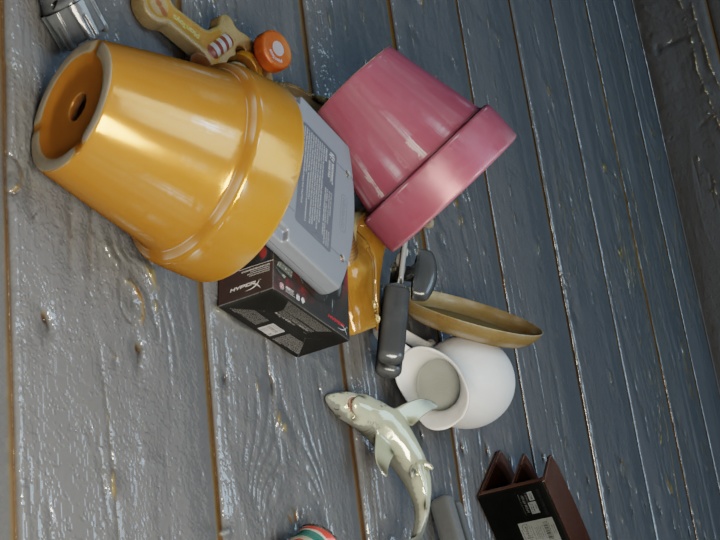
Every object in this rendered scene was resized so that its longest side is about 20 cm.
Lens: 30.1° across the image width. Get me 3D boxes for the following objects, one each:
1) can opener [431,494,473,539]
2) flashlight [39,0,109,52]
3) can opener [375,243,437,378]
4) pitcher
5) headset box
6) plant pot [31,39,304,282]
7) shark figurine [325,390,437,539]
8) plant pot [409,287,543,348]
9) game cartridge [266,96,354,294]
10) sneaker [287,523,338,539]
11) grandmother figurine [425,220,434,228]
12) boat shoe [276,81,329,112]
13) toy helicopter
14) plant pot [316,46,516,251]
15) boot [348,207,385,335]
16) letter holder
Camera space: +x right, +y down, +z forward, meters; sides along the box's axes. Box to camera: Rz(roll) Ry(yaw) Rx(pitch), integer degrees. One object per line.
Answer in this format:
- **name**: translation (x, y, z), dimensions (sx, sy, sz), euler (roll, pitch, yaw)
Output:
- **can opener**: translation (0.118, 0.372, 1.633), dimensions (0.053, 0.066, 0.200), euler (42, 30, -50)
- **flashlight**: translation (-0.295, -0.297, 1.206), dimensions (0.200, 0.068, 0.068), euler (62, 26, -19)
- **can opener**: translation (0.059, 0.044, 1.636), dimensions (0.053, 0.067, 0.200), euler (98, -1, -48)
- **pitcher**: translation (0.107, 0.125, 1.710), dimensions (0.172, 0.121, 0.200), euler (49, 17, 19)
- **headset box**: translation (-0.082, -0.029, 1.455), dimensions (0.149, 0.075, 0.200), euler (39, 41, -48)
- **plant pot**: translation (-0.183, -0.112, 1.196), dimensions (0.183, 0.200, 0.201), euler (24, 51, -39)
- **shark figurine**: translation (0.040, 0.234, 1.543), dimensions (0.128, 0.089, 0.215), euler (-14, 76, -31)
- **plant pot**: translation (0.139, 0.064, 1.749), dimensions (0.200, 0.200, 0.028), euler (-3, 110, -64)
- **game cartridge**: translation (-0.055, -0.079, 1.417), dimensions (0.133, 0.040, 0.200), euler (41, 39, -39)
- **sneaker**: translation (-0.044, 0.357, 1.315), dimensions (0.093, 0.070, 0.200), euler (-23, 97, -47)
- **grandmother figurine**: translation (0.061, -0.107, 1.756), dimensions (0.121, 0.061, 0.200), euler (52, 8, 0)
- **boat shoe**: translation (-0.041, -0.183, 1.648), dimensions (0.200, 0.066, 0.074), euler (31, 47, -54)
- **toy helicopter**: translation (-0.170, -0.230, 1.438), dimensions (0.200, 0.079, 0.133), euler (36, 51, -36)
- **plant pot**: translation (0.049, -0.152, 1.555), dimensions (0.179, 0.200, 0.200), euler (46, 28, -1)
- **boot**: translation (0.000, 0.000, 1.634), dimensions (0.201, 0.071, 0.144), euler (-35, 117, -69)
- **letter holder**: translation (0.259, 0.353, 1.876), dimensions (0.200, 0.100, 0.142), euler (66, 24, -14)
